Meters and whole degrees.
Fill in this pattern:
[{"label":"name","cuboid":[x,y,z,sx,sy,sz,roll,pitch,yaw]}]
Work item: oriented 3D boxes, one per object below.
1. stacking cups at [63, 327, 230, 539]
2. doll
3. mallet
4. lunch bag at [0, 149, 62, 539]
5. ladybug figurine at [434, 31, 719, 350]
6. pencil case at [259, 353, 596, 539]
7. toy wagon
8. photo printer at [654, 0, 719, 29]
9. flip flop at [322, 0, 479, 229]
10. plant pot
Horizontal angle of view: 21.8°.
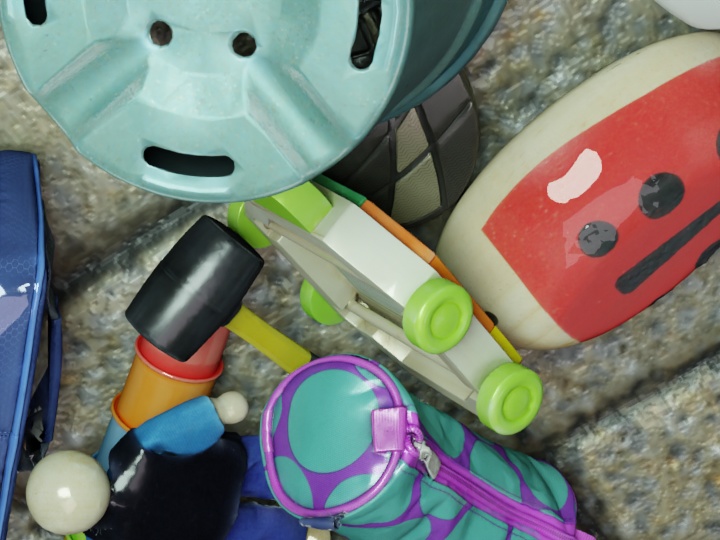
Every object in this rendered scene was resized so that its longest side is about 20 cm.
[{"label":"stacking cups","cuboid":[-0.112,0.091,0.977,0.060,0.061,0.200,13,114,-17]},{"label":"doll","cuboid":[-0.085,0.118,0.936,0.200,0.048,0.137,13,109,-51]},{"label":"mallet","cuboid":[-0.042,0.050,0.932,0.066,0.041,0.200,-45,135,-4]},{"label":"lunch bag","cuboid":[-0.206,0.043,0.877,0.132,0.136,0.200,6,122,-12]},{"label":"ladybug figurine","cuboid":[0.126,-0.031,0.904,0.200,0.072,0.136,-43,143,11]},{"label":"pencil case","cuboid":[0.036,0.112,0.956,0.092,0.085,0.200,4,162,36]},{"label":"toy wagon","cuboid":[0.000,0.000,0.866,0.040,0.155,0.200,-50,132,-10]},{"label":"photo printer","cuboid":[0.161,-0.174,0.779,0.166,0.200,0.070,46,68,-31]},{"label":"flip flop","cuboid":[-0.005,-0.113,0.866,0.081,0.058,0.200,-24,108,11]},{"label":"plant pot","cuboid":[-0.041,-0.123,0.730,0.200,0.196,0.201,3,110,7]}]
